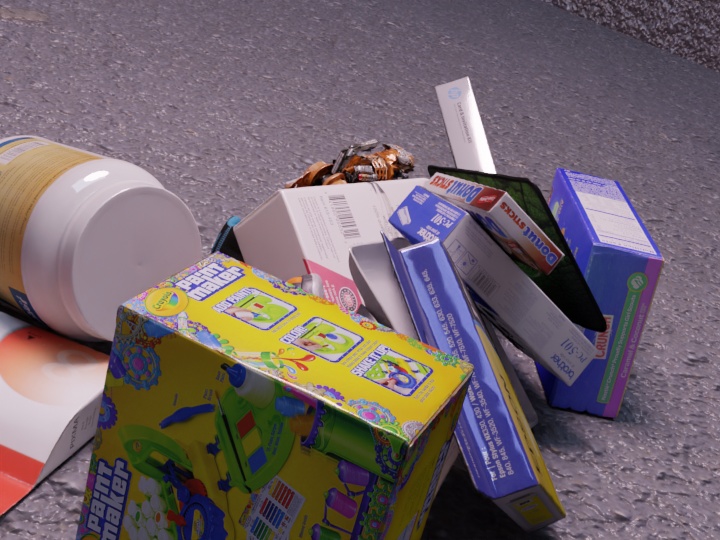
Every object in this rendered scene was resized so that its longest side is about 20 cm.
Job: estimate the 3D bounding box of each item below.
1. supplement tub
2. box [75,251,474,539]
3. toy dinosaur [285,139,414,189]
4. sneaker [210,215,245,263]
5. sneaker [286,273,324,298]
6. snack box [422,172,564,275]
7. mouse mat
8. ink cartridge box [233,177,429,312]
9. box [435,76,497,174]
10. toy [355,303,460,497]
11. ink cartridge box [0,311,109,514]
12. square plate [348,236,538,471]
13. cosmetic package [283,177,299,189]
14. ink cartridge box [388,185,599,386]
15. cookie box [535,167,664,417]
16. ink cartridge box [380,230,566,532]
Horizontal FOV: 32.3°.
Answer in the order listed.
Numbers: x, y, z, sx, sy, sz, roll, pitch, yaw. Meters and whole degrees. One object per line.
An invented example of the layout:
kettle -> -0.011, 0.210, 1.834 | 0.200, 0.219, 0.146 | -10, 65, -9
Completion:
supplement tub -> -0.236, -0.026, 1.015 | 0.143, 0.147, 0.198 | -8, 18, -43
box -> -0.058, 0.128, 0.766 | 0.190, 0.203, 0.122 | 23, 24, 16
toy dinosaur -> -0.034, -0.072, 1.277 | 0.196, 0.137, 0.103 | -5, 44, -18
sneaker -> -0.052, -0.003, 1.211 | 0.197, 0.083, 0.073 | 3, 24, -29
sneaker -> -0.093, 0.059, 0.972 | 0.110, 0.200, 0.079 | 2, 67, -16
snack box -> 0.107, -0.043, 1.044 | 0.072, 0.024, 0.200 | 46, -2, -15
mouse mat -> 0.139, -0.023, 1.138 | 0.007, 0.162, 0.199 | -36, 21, -15
ink cartridge box -> 0.000, 0.000, 1.153 | 0.198, 0.084, 0.147 | -8, 72, -45
box -> 0.128, -0.082, 1.308 | 0.040, 0.201, 0.158 | -16, 61, 7
toy -> 0.023, 0.126, 0.941 | 0.047, 0.116, 0.200 | 16, 21, -32
ink cartridge box -> -0.282, 0.094, 0.893 | 0.160, 0.051, 0.200 | 20, 21, 11
square plate -> 0.069, 0.064, 1.062 | 0.202, 0.028, 0.197 | 62, 25, 7
cosmetic package -> 0.027, -0.056, 1.417 | 0.198, 0.052, 0.150 | 26, 27, 21
ink cartridge box -> 0.116, 0.014, 1.075 | 0.200, 0.044, 0.094 | 43, -3, -30
cookie box -> 0.222, 0.018, 1.229 | 0.074, 0.174, 0.201 | 9, 24, -6
ink cartridge box -> 0.087, 0.082, 0.918 | 0.046, 0.200, 0.200 | -22, 66, 5
